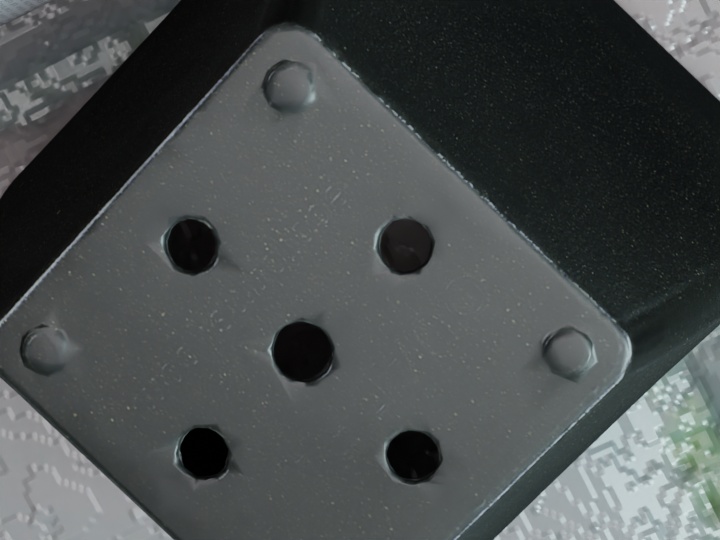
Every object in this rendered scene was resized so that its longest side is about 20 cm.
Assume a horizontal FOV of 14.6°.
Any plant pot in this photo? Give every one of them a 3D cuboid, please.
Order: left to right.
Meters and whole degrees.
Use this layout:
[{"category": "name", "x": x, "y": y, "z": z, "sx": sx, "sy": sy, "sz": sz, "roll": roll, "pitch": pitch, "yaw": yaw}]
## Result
[{"category": "plant pot", "x": 0.000, "y": 0.000, "z": 0.844, "sx": 0.199, "sy": 0.177, "sz": 0.200, "roll": 44, "pitch": 106, "yaw": -3}]

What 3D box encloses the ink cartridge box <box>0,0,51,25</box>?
[{"category": "ink cartridge box", "x": -0.110, "y": -0.180, "z": 0.847, "sx": 0.200, "sy": 0.041, "sz": 0.200, "roll": -24, "pitch": 74, "yaw": 15}]
